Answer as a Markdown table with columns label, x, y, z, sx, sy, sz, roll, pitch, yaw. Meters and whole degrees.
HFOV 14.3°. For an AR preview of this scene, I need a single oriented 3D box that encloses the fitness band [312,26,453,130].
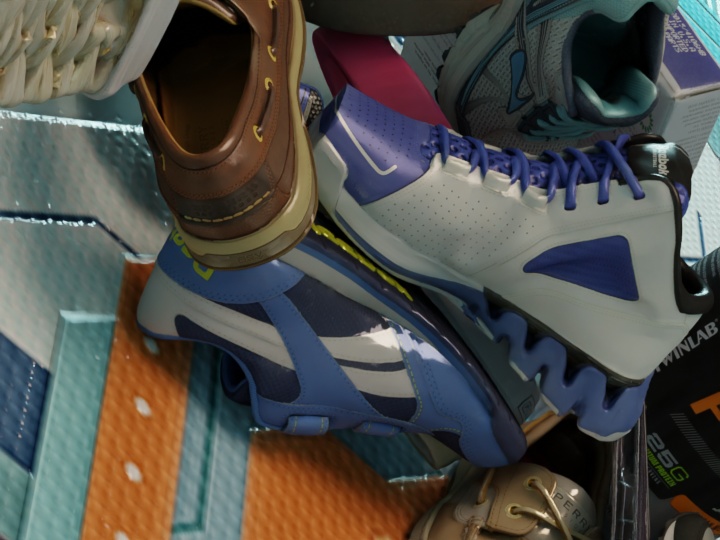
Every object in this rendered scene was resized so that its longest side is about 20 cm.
| label | x | y | z | sx | sy | sz | roll | pitch | yaw |
| --- | --- | --- | --- | --- | --- | --- | --- | --- | --- |
| fitness band | 0.033 | -0.040 | 1.372 | 0.144 | 0.037 | 0.200 | 58 | -4 | 41 |

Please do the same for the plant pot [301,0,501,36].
| label | x | y | z | sx | sy | sz | roll | pitch | yaw |
| --- | --- | --- | --- | --- | --- | --- | --- | --- | --- |
| plant pot | 0.021 | -0.204 | 1.308 | 0.200 | 0.200 | 0.175 | -54 | 146 | -65 |

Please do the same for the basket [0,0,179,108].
| label | x | y | z | sx | sy | sz | roll | pitch | yaw |
| --- | --- | --- | --- | --- | --- | --- | --- | --- | --- |
| basket | -0.164 | -0.161 | 1.070 | 0.200 | 0.136 | 0.123 | 34 | 24 | 14 |

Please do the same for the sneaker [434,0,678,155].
| label | x | y | z | sx | sy | sz | roll | pitch | yaw |
| --- | --- | --- | --- | --- | --- | --- | --- | --- | --- |
| sneaker | 0.090 | -0.088 | 1.269 | 0.078 | 0.200 | 0.086 | -16 | 60 | -19 |

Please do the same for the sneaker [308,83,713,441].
| label | x | y | z | sx | sy | sz | roll | pitch | yaw |
| --- | --- | --- | --- | --- | --- | --- | --- | --- | --- |
| sneaker | 0.077 | -0.029 | 1.235 | 0.199 | 0.115 | 0.081 | 39 | 19 | -15 |

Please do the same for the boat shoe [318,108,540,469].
| label | x | y | z | sx | sy | sz | roll | pitch | yaw |
| --- | --- | --- | --- | --- | --- | --- | --- | --- | --- |
| boat shoe | 0.000 | 0.000 | 1.307 | 0.200 | 0.062 | 0.072 | 51 | -14 | 8 |

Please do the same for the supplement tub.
| label | x | y | z | sx | sy | sz | roll | pitch | yaw |
| --- | --- | --- | --- | --- | --- | --- | --- | --- | --- |
| supplement tub | 0.192 | 0.051 | 1.422 | 0.123 | 0.200 | 0.123 | 42 | 26 | -26 |

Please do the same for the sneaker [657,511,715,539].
| label | x | y | z | sx | sy | sz | roll | pitch | yaw |
| --- | --- | --- | --- | --- | --- | --- | --- | --- | --- |
| sneaker | 0.189 | 0.202 | 1.347 | 0.074 | 0.079 | 0.200 | 60 | 10 | -59 |

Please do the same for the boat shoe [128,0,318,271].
| label | x | y | z | sx | sy | sz | roll | pitch | yaw |
| --- | --- | --- | --- | --- | --- | --- | --- | --- | --- |
| boat shoe | -0.062 | -0.095 | 1.160 | 0.068 | 0.072 | 0.200 | 63 | 11 | -51 |

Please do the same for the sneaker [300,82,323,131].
| label | x | y | z | sx | sy | sz | roll | pitch | yaw |
| --- | --- | --- | --- | --- | --- | --- | --- | --- | --- |
| sneaker | -0.070 | -0.122 | 1.301 | 0.075 | 0.078 | 0.200 | 96 | -21 | -64 |

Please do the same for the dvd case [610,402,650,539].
| label | x | y | z | sx | sy | sz | roll | pitch | yaw |
| --- | --- | --- | --- | --- | --- | --- | --- | --- | --- |
| dvd case | 0.121 | 0.145 | 1.295 | 0.200 | 0.016 | 0.149 | -78 | 165 | -58 |

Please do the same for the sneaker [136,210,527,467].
| label | x | y | z | sx | sy | sz | roll | pitch | yaw |
| --- | --- | --- | --- | --- | --- | --- | --- | --- | --- |
| sneaker | -0.011 | 0.034 | 1.224 | 0.200 | 0.082 | 0.074 | 37 | 9 | -29 |

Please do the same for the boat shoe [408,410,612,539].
| label | x | y | z | sx | sy | sz | roll | pitch | yaw |
| --- | --- | --- | --- | --- | --- | --- | --- | --- | --- |
| boat shoe | 0.073 | 0.115 | 1.283 | 0.074 | 0.069 | 0.200 | 48 | 24 | -12 |

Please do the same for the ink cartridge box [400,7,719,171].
| label | x | y | z | sx | sy | sz | roll | pitch | yaw |
| --- | --- | --- | --- | --- | --- | --- | --- | --- | --- |
| ink cartridge box | 0.092 | -0.088 | 1.414 | 0.043 | 0.200 | 0.196 | -14 | 55 | -26 |
